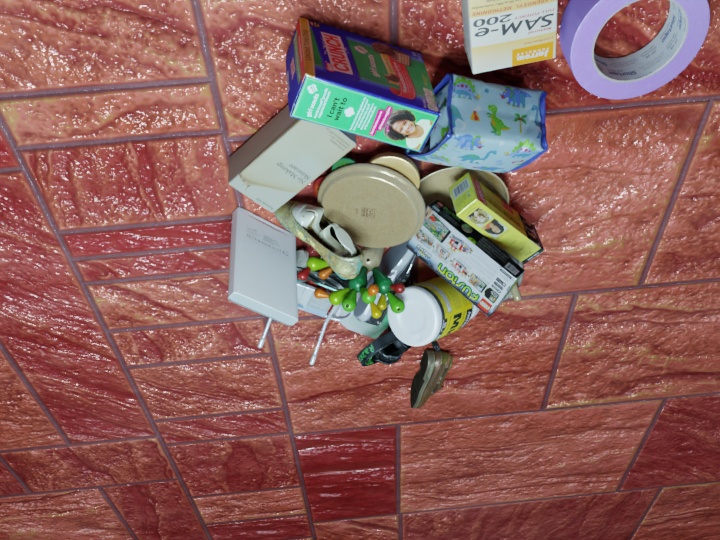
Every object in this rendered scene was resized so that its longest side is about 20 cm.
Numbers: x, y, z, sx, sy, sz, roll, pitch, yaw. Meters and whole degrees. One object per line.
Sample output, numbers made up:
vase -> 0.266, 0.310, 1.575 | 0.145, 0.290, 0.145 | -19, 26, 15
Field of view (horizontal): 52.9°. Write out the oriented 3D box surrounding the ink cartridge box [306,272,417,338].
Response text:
ink cartridge box -> -0.004, 0.055, 1.484 | 0.199, 0.050, 0.161 | 20, 132, -30

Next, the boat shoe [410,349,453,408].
boat shoe -> 0.168, 0.267, 1.724 | 0.068, 0.072, 0.200 | 5, 137, -11

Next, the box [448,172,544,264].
box -> 0.242, -0.089, 1.282 | 0.200, 0.075, 0.050 | 30, 125, -34

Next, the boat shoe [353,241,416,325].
boat shoe -> 0.065, 0.023, 1.402 | 0.066, 0.070, 0.200 | 27, 101, -25

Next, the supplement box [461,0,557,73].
supplement box -> 0.204, -0.385, 0.998 | 0.125, 0.074, 0.200 | -10, 139, 5

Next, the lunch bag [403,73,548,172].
lunch bag -> 0.177, -0.218, 1.149 | 0.169, 0.128, 0.200 | 6, 166, -14

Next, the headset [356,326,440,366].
headset -> 0.085, 0.163, 1.546 | 0.199, 0.094, 0.124 | -19, 160, -41

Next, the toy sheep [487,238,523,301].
toy sheep -> 0.250, 0.001, 1.375 | 0.137, 0.139, 0.200 | -7, 179, 1

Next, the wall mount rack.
wall mount rack -> -0.120, 0.097, 1.470 | 0.199, 0.075, 0.174 | 20, 129, -11

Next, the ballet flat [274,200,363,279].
ballet flat -> -0.069, -0.070, 1.256 | 0.071, 0.200, 0.071 | -43, 166, -13

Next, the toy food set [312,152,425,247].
toy food set -> 0.016, -0.117, 1.265 | 0.197, 0.049, 0.200 | -2, 137, 18

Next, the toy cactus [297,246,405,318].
toy cactus -> 0.000, 0.000, 1.327 | 0.199, 0.165, 0.102 | 19, 146, 11

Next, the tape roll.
tape roll -> 0.400, -0.354, 1.066 | 0.199, 0.066, 0.201 | -3, 138, -3

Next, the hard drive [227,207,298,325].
hard drive -> -0.169, -0.009, 1.274 | 0.132, 0.201, 0.026 | 27, 130, -32

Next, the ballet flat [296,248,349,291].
ballet flat -> -0.095, -0.003, 1.392 | 0.199, 0.068, 0.069 | 12, 95, -18

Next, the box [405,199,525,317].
box -> 0.181, -0.022, 1.279 | 0.200, 0.035, 0.110 | 42, 136, 14

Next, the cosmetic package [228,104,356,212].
cosmetic package -> -0.112, -0.193, 1.173 | 0.200, 0.073, 0.103 | -36, 131, 28

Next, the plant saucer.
plant saucer -> 0.168, -0.123, 1.315 | 0.199, 0.036, 0.201 | -4, 139, -3

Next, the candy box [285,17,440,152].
candy box -> -0.001, -0.267, 1.032 | 0.199, 0.170, 0.077 | 10, 133, -18

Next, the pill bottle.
pill bottle -> 0.151, 0.072, 1.413 | 0.114, 0.115, 0.200 | -43, 164, 34
